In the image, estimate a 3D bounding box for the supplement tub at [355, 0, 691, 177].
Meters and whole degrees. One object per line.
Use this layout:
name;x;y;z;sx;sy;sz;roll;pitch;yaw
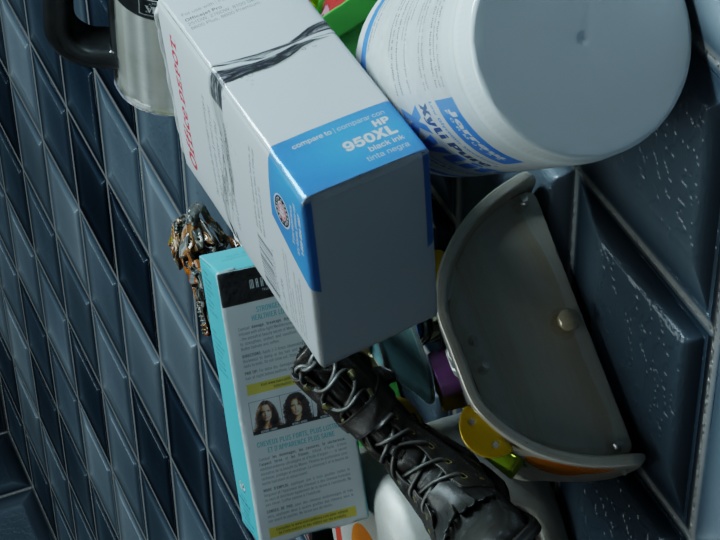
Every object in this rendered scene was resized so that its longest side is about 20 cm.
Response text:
supplement tub;0.085;-0.120;1.205;0.200;0.132;0.132;-179;74;-73

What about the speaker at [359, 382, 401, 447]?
speaker;-0.025;0.085;1.807;0.089;0.088;0.200;97;151;-52

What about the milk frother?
milk frother;-0.179;-0.278;1.930;0.188;0.180;0.200;93;-163;-46

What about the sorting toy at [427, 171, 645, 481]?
sorting toy;0.090;0.065;1.425;0.180;0.107;0.200;105;146;-73

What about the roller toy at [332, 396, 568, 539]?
roller toy;0.059;0.202;1.560;0.200;0.139;0.183;96;152;-49

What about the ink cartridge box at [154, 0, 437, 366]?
ink cartridge box;-0.038;-0.068;1.282;0.200;0.084;0.145;54;160;38

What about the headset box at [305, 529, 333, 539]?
headset box;-0.049;0.123;1.923;0.149;0.075;0.200;91;157;-55

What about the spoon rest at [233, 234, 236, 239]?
spoon rest;-0.084;-0.038;1.804;0.100;0.060;0.200;102;171;-46

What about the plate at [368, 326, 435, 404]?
plate;0.000;0.000;1.436;0.200;0.026;0.201;157;90;-85

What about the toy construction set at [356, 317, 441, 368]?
toy construction set;-0.010;0.017;1.621;0.200;0.092;0.131;-38;79;39

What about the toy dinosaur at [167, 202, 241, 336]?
toy dinosaur;-0.067;0.034;1.570;0.200;0.102;0.136;42;143;-1

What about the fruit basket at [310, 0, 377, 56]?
fruit basket;-0.020;-0.188;1.478;0.216;0.155;0.216;49;163;21

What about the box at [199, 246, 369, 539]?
box;-0.052;0.081;1.471;0.049;0.082;0.201;-143;43;-66

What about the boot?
boot;0.022;0.114;1.356;0.174;0.069;0.200;45;-178;-12
